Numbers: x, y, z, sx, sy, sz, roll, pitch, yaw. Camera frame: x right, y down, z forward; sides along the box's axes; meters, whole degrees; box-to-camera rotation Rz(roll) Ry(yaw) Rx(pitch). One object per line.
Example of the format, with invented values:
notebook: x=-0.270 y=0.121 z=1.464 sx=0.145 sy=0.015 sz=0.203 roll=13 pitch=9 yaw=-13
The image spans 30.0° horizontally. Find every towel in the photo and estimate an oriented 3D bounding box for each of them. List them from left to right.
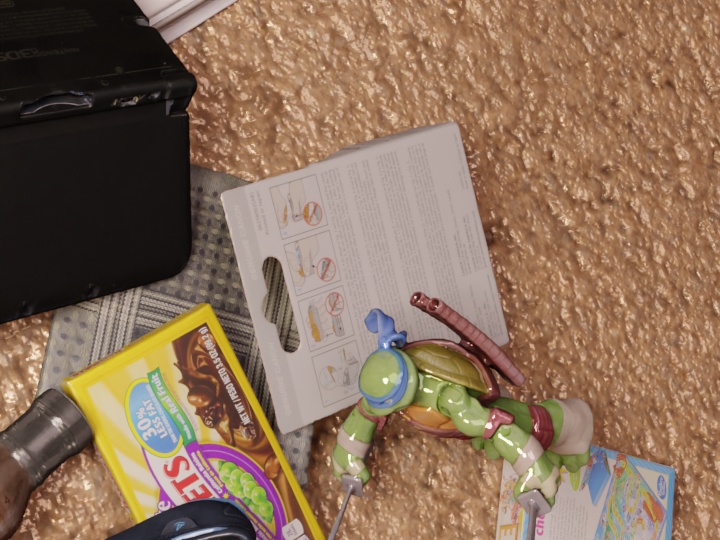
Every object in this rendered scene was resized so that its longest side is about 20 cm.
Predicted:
towel: x=-0.106 y=0.028 z=0.875 sx=0.190 sy=0.034 sz=0.203 roll=17 pitch=70 yaw=-21

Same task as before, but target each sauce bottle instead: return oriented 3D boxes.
sauce bottle: x=-0.233 y=0.145 z=0.744 sx=0.200 sy=0.065 sz=0.065 roll=-41 pitch=97 yaw=-29

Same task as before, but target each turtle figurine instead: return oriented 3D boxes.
turtle figurine: x=0.060 y=0.127 z=0.855 sx=0.193 sy=0.143 sz=0.202 roll=9 pitch=55 yaw=-52

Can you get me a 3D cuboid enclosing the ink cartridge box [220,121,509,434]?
ink cartridge box: x=0.000 y=0.000 z=0.908 sx=0.198 sy=0.057 sz=0.165 roll=-18 pitch=98 yaw=-29

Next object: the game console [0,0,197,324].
game console: x=-0.205 y=-0.079 z=0.793 sx=0.199 sy=0.117 sz=0.176 roll=-16 pitch=59 yaw=-42

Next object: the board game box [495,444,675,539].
board game box: x=0.157 y=0.226 z=0.956 sx=0.133 sy=0.034 sz=0.203 roll=18 pitch=68 yaw=-23

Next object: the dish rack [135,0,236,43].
dish rack: x=-0.166 y=-0.235 z=0.905 sx=0.200 sy=0.043 sz=0.173 roll=-39 pitch=96 yaw=-32

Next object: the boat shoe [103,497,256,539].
boat shoe: x=-0.150 y=0.188 z=0.756 sx=0.199 sy=0.069 sz=0.085 roll=-38 pitch=100 yaw=-14

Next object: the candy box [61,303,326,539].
candy box: x=-0.093 y=0.133 z=0.826 sx=0.101 sy=0.026 sz=0.202 roll=-28 pitch=98 yaw=-18
